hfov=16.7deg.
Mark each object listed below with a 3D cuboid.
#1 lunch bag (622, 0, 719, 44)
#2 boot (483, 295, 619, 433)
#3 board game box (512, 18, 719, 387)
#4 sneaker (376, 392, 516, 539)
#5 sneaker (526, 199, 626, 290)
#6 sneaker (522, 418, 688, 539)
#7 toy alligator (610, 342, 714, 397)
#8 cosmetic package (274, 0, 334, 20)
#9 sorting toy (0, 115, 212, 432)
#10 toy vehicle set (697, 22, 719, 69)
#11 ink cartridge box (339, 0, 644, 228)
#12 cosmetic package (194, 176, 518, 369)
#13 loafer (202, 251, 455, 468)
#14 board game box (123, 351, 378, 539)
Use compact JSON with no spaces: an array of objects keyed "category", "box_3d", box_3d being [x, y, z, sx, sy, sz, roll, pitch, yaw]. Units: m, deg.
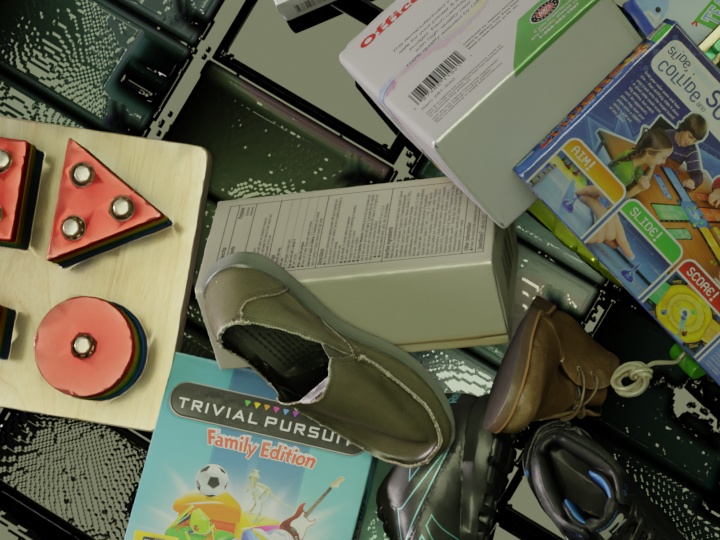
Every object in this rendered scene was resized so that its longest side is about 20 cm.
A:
[{"category":"lunch bag","box_3d":[0.297,-0.130,1.616,0.170,0.124,0.200,-37,72,3]},{"category":"boot","box_3d":[0.126,0.067,1.577,0.075,0.200,0.074,29,106,5]},{"category":"board game box","box_3d":[0.210,-0.037,1.512,0.135,0.034,0.200,-43,100,3]},{"category":"sneaker","box_3d":[0.050,0.178,1.645,0.079,0.075,0.201,8,77,18]},{"category":"sneaker","box_3d":[0.161,-0.050,1.646,0.200,0.074,0.084,41,94,9]},{"category":"sneaker","box_3d":[0.174,0.184,1.601,0.073,0.112,0.200,-43,81,2]},{"category":"toy alligator","box_3d":[0.245,0.047,1.620,0.199,0.054,0.059,-28,51,-20]},{"category":"cosmetic package","box_3d":[0.008,-0.284,1.701,0.199,0.052,0.151,-23,79,4]},{"category":"sorting toy","box_3d":[-0.218,-0.004,1.687,0.198,0.070,0.201,9,85,7]},{"category":"toy vehicle set","box_3d":[0.266,-0.108,1.547,0.124,0.027,0.200,44,94,0]},{"category":"ink cartridge box","box_3d":[0.089,-0.133,1.599,0.145,0.200,0.084,-42,118,1]},{"category":"cosmetic package","box_3d":[0.000,0.000,1.627,0.199,0.104,0.073,-6,127,14]},{"category":"loafer","box_3d":[-0.024,0.072,1.575,0.200,0.070,0.075,35,124,-17]},{"category":"board game box","box_3d":[-0.076,0.169,1.645,0.150,0.047,0.201,12,75,7]}]
